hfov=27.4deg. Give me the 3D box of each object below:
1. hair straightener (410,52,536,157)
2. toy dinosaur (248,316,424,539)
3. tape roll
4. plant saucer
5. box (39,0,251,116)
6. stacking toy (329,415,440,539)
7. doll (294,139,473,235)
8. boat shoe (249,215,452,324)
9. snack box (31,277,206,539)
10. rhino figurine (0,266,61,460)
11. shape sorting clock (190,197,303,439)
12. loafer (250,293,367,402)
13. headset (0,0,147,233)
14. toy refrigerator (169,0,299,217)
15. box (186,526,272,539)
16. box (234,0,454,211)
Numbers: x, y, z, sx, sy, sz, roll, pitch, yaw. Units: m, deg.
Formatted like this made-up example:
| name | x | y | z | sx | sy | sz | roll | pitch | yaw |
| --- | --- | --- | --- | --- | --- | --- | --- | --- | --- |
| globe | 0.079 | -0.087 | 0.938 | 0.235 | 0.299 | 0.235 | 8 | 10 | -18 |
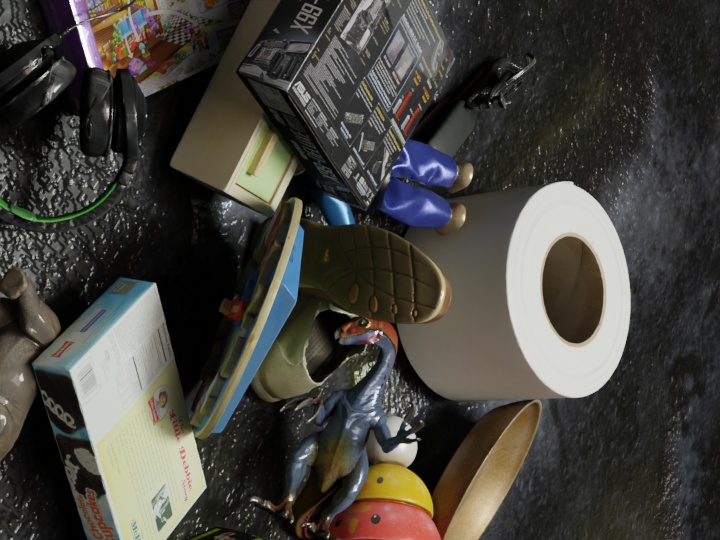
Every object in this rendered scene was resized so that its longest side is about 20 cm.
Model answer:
| name | x | y | z | sx | sy | sz | roll | pitch | yaw |
| --- | --- | --- | --- | --- | --- | --- | --- | --- | --- |
| hair straightener | 0.119 | -0.156 | 1.429 | 0.200 | 0.077 | 0.041 | -42 | 122 | -38 |
| toy dinosaur | -0.024 | 0.129 | 1.251 | 0.105 | 0.200 | 0.182 | 28 | 74 | -9 |
| tape roll | 0.147 | 0.023 | 1.410 | 0.202 | 0.139 | 0.204 | 7 | 81 | -47 |
| plant saucer | 0.110 | 0.205 | 1.430 | 0.200 | 0.035 | 0.200 | -51 | 159 | -28 |
| box | -0.156 | -0.217 | 1.145 | 0.200 | 0.039 | 0.137 | -33 | 118 | -41 |
| stacking toy | 0.019 | 0.227 | 1.342 | 0.146 | 0.146 | 0.201 | 34 | 49 | -44 |
| doll | 0.007 | -0.082 | 1.302 | 0.199 | 0.048 | 0.137 | 15 | 82 | -34 |
| boat shoe | 0.000 | 0.000 | 1.219 | 0.067 | 0.200 | 0.072 | 21 | 86 | -51 |
| snack box | -0.176 | 0.120 | 1.110 | 0.116 | 0.037 | 0.201 | -51 | 140 | -48 |
| rhino figurine | -0.267 | 0.101 | 1.030 | 0.087 | 0.060 | 0.201 | 53 | 54 | -64 |
| shape sorting clock | -0.090 | 0.035 | 1.146 | 0.039 | 0.200 | 0.201 | 27 | 70 | -11 |
| loafer | -0.018 | 0.041 | 1.298 | 0.200 | 0.068 | 0.076 | -54 | 130 | -30 |
| headset | -0.203 | -0.123 | 1.035 | 0.123 | 0.094 | 0.201 | 22 | 89 | -16 |
| toy refrigerator | -0.066 | -0.150 | 1.184 | 0.201 | 0.070 | 0.076 | -63 | 149 | -2 |
| box | -0.113 | 0.258 | 1.120 | 0.200 | 0.193 | 0.048 | -16 | 103 | -47 |
| box | -0.005 | -0.161 | 1.158 | 0.158 | 0.050 | 0.200 | -60 | 153 | -12 |
